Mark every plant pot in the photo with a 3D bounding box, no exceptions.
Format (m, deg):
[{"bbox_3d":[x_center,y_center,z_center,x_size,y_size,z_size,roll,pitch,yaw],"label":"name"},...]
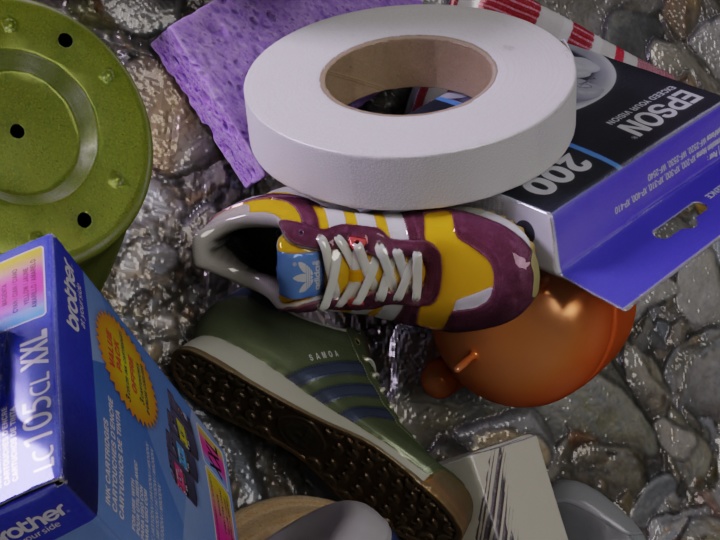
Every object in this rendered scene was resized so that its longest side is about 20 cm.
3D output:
[{"bbox_3d":[-0.197,-0.035,0.687,0.198,0.192,0.203,11,68,-29],"label":"plant pot"}]

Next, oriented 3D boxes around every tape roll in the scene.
[{"bbox_3d":[0.030,-0.103,0.833,0.202,0.202,0.037,-33,133,-36],"label":"tape roll"}]

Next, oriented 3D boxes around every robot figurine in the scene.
[{"bbox_3d":[0.112,0.021,0.882,0.200,0.142,0.118,-15,104,-70],"label":"robot figurine"}]

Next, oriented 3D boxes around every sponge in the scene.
[{"bbox_3d":[-0.035,-0.152,0.932,0.200,0.030,0.112,-40,98,-37],"label":"sponge"}]

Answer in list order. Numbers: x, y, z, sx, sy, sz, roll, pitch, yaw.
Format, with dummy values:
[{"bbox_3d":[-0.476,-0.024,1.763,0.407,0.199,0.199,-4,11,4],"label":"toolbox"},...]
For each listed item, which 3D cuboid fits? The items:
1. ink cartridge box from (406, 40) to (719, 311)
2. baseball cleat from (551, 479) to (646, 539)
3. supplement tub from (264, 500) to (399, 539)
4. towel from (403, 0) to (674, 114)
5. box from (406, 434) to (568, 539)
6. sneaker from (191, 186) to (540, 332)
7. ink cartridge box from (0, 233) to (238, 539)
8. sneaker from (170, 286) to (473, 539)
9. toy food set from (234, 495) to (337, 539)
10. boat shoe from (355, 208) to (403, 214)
[{"bbox_3d":[0.135,-0.069,0.847,0.197,0.199,0.044,-32,135,-38],"label":"ink cartridge box"},{"bbox_3d":[0.166,0.235,0.891,0.201,0.069,0.106,60,28,-1],"label":"baseball cleat"},{"bbox_3d":[0.004,0.234,0.693,0.144,0.144,0.201,-39,96,-36],"label":"supplement tub"},{"bbox_3d":[0.129,-0.111,0.997,0.198,0.023,0.146,22,85,-25],"label":"towel"},{"bbox_3d":[0.091,0.210,0.852,0.068,0.082,0.202,-9,77,-44],"label":"box"},{"bbox_3d":[0.000,0.000,0.780,0.090,0.198,0.076,-24,117,-55],"label":"sneaker"},{"bbox_3d":[-0.123,0.084,0.583,0.137,0.076,0.201,-106,168,-45],"label":"ink cartridge box"},{"bbox_3d":[-0.008,0.074,0.829,0.199,0.067,0.090,32,51,2],"label":"sneaker"},{"bbox_3d":[-0.030,0.230,0.792,0.196,0.049,0.203,-6,77,-34],"label":"toy food set"},{"bbox_3d":[0.065,-0.057,0.928,0.199,0.072,0.069,-30,92,-15],"label":"boat shoe"}]
